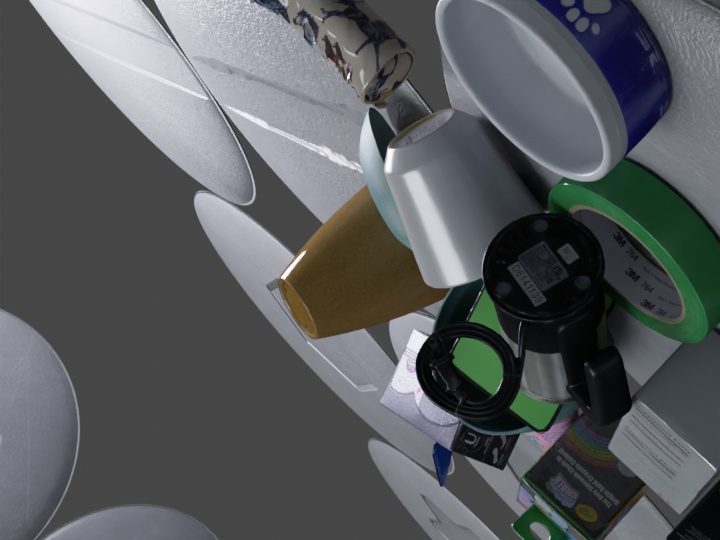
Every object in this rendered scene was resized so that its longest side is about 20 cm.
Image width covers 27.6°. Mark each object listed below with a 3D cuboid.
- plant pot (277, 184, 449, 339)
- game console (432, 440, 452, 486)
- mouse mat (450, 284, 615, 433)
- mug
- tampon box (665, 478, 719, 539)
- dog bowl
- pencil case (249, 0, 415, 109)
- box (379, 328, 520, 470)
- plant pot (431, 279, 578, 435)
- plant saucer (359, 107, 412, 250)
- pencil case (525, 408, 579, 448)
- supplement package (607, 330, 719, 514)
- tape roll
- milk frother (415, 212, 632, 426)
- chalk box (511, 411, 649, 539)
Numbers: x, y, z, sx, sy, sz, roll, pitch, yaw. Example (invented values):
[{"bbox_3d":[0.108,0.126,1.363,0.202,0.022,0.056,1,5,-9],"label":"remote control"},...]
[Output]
[{"bbox_3d":[0.000,0.000,1.899,0.187,0.199,0.187,50,161,24],"label":"plant pot"},{"bbox_3d":[0.113,0.251,2.526,0.171,0.118,0.200,42,165,22],"label":"game console"},{"bbox_3d":[0.189,0.055,1.599,0.007,0.201,0.161,8,-157,-48],"label":"mouse mat"},{"bbox_3d":[0.088,-0.083,1.569,0.186,0.149,0.154,-9,117,49],"label":"mug"},{"bbox_3d":[0.462,0.351,1.672,0.150,0.126,0.201,34,162,47],"label":"tampon box"},{"bbox_3d":[0.158,-0.174,1.219,0.200,0.079,0.200,45,167,13],"label":"dog bowl"},{"bbox_3d":[-0.031,-0.262,1.565,0.200,0.078,0.090,45,145,12],"label":"pencil case"},{"bbox_3d":[0.141,0.185,2.150,0.114,0.133,0.200,23,-177,-36],"label":"box"},{"bbox_3d":[0.198,0.092,1.681,0.200,0.201,0.134,37,-166,37],"label":"plant pot"},{"bbox_3d":[0.041,-0.092,1.717,0.202,0.038,0.201,59,-168,-21],"label":"plant saucer"},{"bbox_3d":[0.248,0.166,1.913,0.087,0.087,0.200,43,168,19],"label":"pencil case"},{"bbox_3d":[0.343,0.156,1.518,0.109,0.114,0.200,42,165,16],"label":"supplement package"},{"bbox_3d":[0.266,-0.021,1.391,0.200,0.048,0.201,45,167,13],"label":"tape roll"},{"bbox_3d":[0.155,0.077,1.440,0.189,0.198,0.182,67,-172,-57],"label":"milk frother"},{"bbox_3d":[0.282,0.285,1.894,0.124,0.200,0.124,43,167,17],"label":"chalk box"}]
